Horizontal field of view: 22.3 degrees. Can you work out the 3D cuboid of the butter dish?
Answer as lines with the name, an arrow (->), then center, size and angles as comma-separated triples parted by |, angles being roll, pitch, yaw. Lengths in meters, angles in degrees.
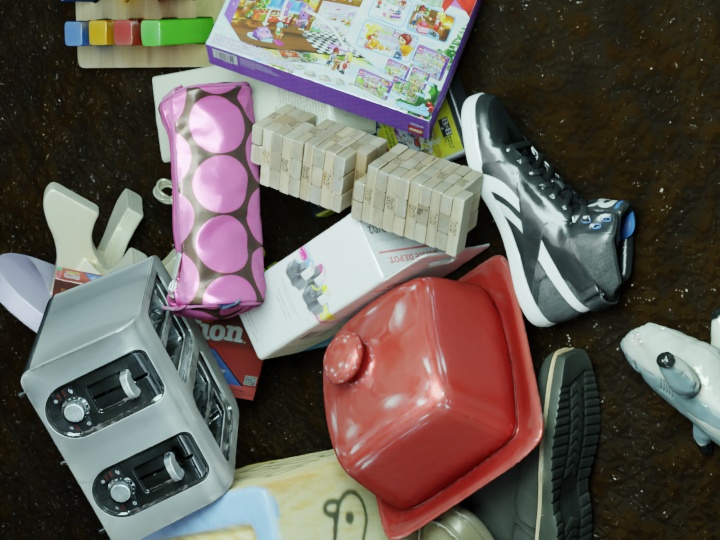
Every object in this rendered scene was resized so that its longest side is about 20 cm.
butter dish -> 0.033, 0.091, 1.521 | 0.199, 0.147, 0.201 | -39, 44, 35

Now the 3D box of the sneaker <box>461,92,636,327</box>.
sneaker -> 0.163, -0.062, 1.492 | 0.111, 0.073, 0.201 | -18, 95, 32

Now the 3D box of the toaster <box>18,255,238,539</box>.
toaster -> -0.193, 0.105, 1.562 | 0.118, 0.200, 0.182 | -23, 110, 8

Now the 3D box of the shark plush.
shark plush -> 0.292, 0.117, 1.451 | 0.200, 0.091, 0.083 | 45, 141, -2

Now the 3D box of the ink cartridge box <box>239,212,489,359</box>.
ink cartridge box -> 0.000, 0.000, 1.582 | 0.199, 0.115, 0.068 | -32, 77, 34

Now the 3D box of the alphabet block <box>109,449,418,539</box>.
alphabet block -> -0.075, 0.273, 1.625 | 0.195, 0.199, 0.197 | -12, 91, 36

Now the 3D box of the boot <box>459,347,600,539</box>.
boot -> 0.124, 0.156, 1.548 | 0.138, 0.077, 0.202 | 12, 103, 38

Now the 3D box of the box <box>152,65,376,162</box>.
box -> -0.087, -0.147, 1.620 | 0.199, 0.068, 0.083 | -4, 94, 36

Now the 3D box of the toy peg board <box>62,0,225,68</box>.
toy peg board -> -0.216, -0.289, 1.702 | 0.198, 0.098, 0.202 | 4, 99, 34

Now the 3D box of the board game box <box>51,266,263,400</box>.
board game box -> -0.184, 0.058, 1.654 | 0.198, 0.020, 0.103 | 11, 128, -8

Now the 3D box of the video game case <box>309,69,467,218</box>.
video game case -> 0.002, -0.169, 1.612 | 0.180, 0.025, 0.201 | -22, 83, 35

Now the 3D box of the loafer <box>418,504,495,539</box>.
loafer -> 0.078, 0.291, 1.569 | 0.076, 0.067, 0.201 | 16, 123, 40

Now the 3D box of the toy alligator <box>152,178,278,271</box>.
toy alligator -> -0.124, -0.006, 1.709 | 0.200, 0.059, 0.054 | 45, 160, 20

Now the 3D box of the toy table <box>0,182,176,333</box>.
toy table -> -0.238, 0.009, 1.728 | 0.117, 0.199, 0.184 | -53, 34, 17

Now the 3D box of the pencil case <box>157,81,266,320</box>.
pencil case -> -0.129, -0.060, 1.549 | 0.091, 0.093, 0.202 | -17, 76, 60

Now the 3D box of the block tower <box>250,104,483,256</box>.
block tower -> 0.007, -0.076, 1.505 | 0.199, 0.058, 0.054 | 22, 126, 24

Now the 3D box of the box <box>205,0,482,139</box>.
box -> -0.012, -0.206, 1.522 | 0.199, 0.039, 0.138 | 20, 71, 7
